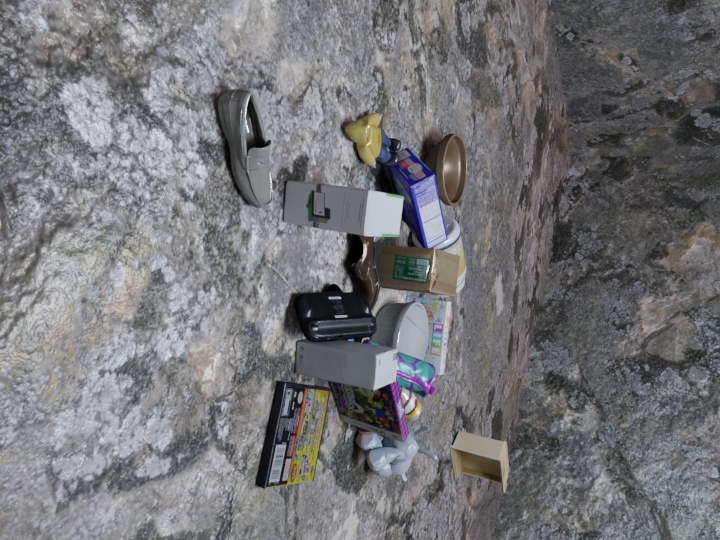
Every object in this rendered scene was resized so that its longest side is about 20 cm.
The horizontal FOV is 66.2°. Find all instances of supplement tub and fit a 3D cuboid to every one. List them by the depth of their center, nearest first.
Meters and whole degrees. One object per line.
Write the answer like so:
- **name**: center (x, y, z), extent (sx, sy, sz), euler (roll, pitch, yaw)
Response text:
- **supplement tub**: center (0.234, -0.040, 1.619), extent (0.145, 0.141, 0.204), euler (-53, 138, -40)

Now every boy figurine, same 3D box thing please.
- **boy figurine**: center (0.030, -0.312, 1.293), extent (0.199, 0.063, 0.129), euler (17, 83, -63)

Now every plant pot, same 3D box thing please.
- **plant pot**: center (0.243, -0.299, 1.636), extent (0.199, 0.090, 0.208), euler (-21, 114, -57)

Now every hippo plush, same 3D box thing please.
- **hippo plush**: center (0.086, 0.461, 1.462), extent (0.163, 0.193, 0.163), euler (86, -5, -54)

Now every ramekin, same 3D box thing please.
- **ramekin**: center (0.104, 0.181, 1.483), extent (0.200, 0.092, 0.210), euler (-18, 111, -57)

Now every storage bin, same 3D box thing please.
- **storage bin**: center (0.455, 0.726, 2.095), extent (0.094, 0.194, 0.204), euler (-49, 135, -46)

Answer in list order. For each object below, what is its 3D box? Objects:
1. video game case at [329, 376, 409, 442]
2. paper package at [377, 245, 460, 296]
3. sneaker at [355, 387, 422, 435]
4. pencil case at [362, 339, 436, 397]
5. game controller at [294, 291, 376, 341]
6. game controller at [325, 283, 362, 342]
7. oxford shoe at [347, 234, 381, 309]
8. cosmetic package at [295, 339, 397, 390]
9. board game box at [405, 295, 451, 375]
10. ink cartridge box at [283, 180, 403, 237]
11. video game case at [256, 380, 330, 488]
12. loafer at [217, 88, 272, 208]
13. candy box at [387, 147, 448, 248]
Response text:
- **video game case**: center (0.015, 0.290, 1.259), extent (0.036, 0.177, 0.205), euler (-48, 137, -42)
- **paper package**: center (0.131, 0.000, 1.395), extent (0.189, 0.195, 0.107), euler (10, 87, -58)
- **sneaker**: center (0.052, 0.335, 1.353), extent (0.091, 0.196, 0.076), euler (50, 31, -23)
- **pencil case**: center (0.086, 0.239, 1.338), extent (0.195, 0.093, 0.087), euler (22, 99, -16)
- **game controller**: center (-0.049, 0.094, 1.163), extent (0.196, 0.042, 0.106), euler (2, 50, -42)
- **game controller**: center (-0.039, 0.119, 1.273), extent (0.201, 0.041, 0.107), euler (56, 49, -49)
- **oxford shoe**: center (0.000, 0.000, 1.308), extent (0.083, 0.071, 0.207), euler (-12, 105, -41)
- **cosmetic package**: center (-0.029, 0.189, 1.147), extent (0.101, 0.195, 0.077), euler (-1, 96, -58)
- **board game box**: center (0.185, 0.183, 1.585), extent (0.034, 0.131, 0.208), euler (6, 90, -59)
- **ink cartridge box**: center (-0.034, -0.121, 1.085), extent (0.145, 0.195, 0.087), euler (-4, 102, -58)
- **video game case**: center (-0.136, 0.344, 1.164), extent (0.180, 0.025, 0.207), euler (26, 72, -58)
- **loafer**: center (-0.183, -0.201, 0.934), extent (0.070, 0.068, 0.205), euler (-48, 135, -44)
- **candy box**: center (0.146, -0.182, 1.419), extent (0.075, 0.170, 0.204), euler (-23, 129, -6)
